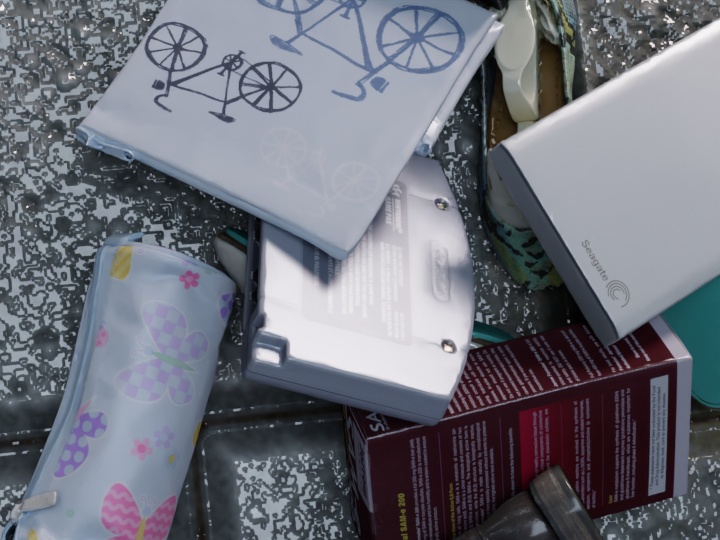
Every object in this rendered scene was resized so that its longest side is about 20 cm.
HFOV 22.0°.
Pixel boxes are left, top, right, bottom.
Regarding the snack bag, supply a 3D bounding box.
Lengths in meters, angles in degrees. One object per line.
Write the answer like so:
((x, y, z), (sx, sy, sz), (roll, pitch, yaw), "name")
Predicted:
((-0.039, -0.111, 1.085), (0.188, 0.021, 0.201), (25, 63, 11), "snack bag")

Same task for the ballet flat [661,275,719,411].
((0.202, -0.013, 1.149), (0.067, 0.064, 0.201), (-25, 88, 32), "ballet flat")

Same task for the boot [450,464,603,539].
((0.075, 0.214, 1.091), (0.174, 0.069, 0.201), (-29, 118, 2), "boot")

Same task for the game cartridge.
((0.000, 0.000, 1.066), (0.133, 0.041, 0.201), (13, 43, -12), "game cartridge")

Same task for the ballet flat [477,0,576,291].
((0.098, -0.089, 1.132), (0.074, 0.074, 0.201), (-2, 81, -11), "ballet flat")

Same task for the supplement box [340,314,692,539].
((0.092, 0.100, 1.092), (0.199, 0.061, 0.109), (-13, 126, -12), "supplement box")

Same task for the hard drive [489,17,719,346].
((0.189, -0.060, 1.104), (0.199, 0.027, 0.132), (-30, 87, -23), "hard drive")

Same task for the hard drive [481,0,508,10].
((0.033, -0.265, 1.118), (0.199, 0.038, 0.140), (31, 90, 12), "hard drive")

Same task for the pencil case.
((-0.138, 0.082, 1.065), (0.090, 0.083, 0.201), (21, 80, -18), "pencil case")

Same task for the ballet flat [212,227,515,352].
((-0.003, 0.038, 1.110), (0.199, 0.069, 0.070), (21, 81, -8), "ballet flat")
